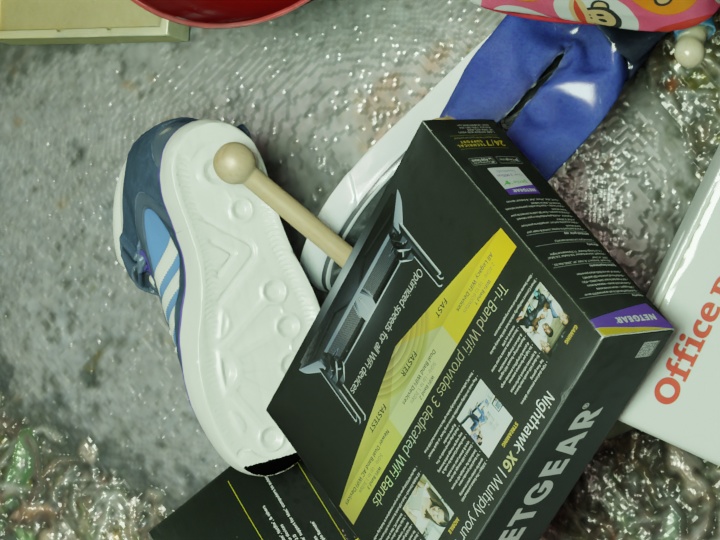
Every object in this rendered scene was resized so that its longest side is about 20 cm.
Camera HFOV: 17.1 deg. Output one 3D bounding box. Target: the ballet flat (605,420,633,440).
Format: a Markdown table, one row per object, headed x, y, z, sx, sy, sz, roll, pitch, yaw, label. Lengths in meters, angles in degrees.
| x | y | z | sx | sy | sz | roll | pitch | yaw | label |
| --- | --- | --- | --- | --- | --- | --- | --- | --- | --- |
| 0.185 | 0.023 | 1.236 | 0.064 | 0.067 | 0.200 | 37 | 102 | 15 | ballet flat |

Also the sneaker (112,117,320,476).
| x | y | z | sx | sy | sz | roll | pitch | yaw | label |
| --- | --- | --- | --- | --- | --- | --- | --- | --- | --- |
| -0.084 | 0.013 | 1.341 | 0.081 | 0.146 | 0.200 | -13 | 92 | -19 | sneaker |

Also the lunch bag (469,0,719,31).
| x | y | z | sx | sy | sz | roll | pitch | yaw | label |
| --- | --- | --- | --- | --- | --- | --- | --- | --- | --- |
| 0.124 | -0.218 | 1.226 | 0.176 | 0.082 | 0.200 | 11 | 59 | 26 | lunch bag |

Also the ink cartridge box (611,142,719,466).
| x | y | z | sx | sy | sz | roll | pitch | yaw | label |
| --- | --- | --- | --- | --- | --- | --- | --- | --- | --- |
| 0.237 | 0.040 | 1.167 | 0.200 | 0.083 | 0.147 | 26 | 99 | 0 | ink cartridge box |

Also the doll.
| x | y | z | sx | sy | sz | roll | pitch | yaw | label |
| --- | --- | --- | --- | --- | --- | --- | --- | --- | --- |
| 0.114 | -0.132 | 1.244 | 0.136 | 0.048 | 0.200 | 35 | 75 | 19 | doll |

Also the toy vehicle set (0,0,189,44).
| x | y | z | sx | sy | sz | roll | pitch | yaw | label |
| --- | --- | --- | --- | --- | --- | --- | --- | --- | --- |
| -0.157 | -0.235 | 1.420 | 0.124 | 0.027 | 0.200 | 2 | 89 | 24 | toy vehicle set |

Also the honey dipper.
| x | y | z | sx | sy | sz | roll | pitch | yaw | label |
| --- | --- | --- | --- | --- | --- | --- | --- | --- | --- |
| 0.000 | 0.000 | 1.277 | 0.200 | 0.038 | 0.038 | 40 | 106 | -15 | honey dipper |

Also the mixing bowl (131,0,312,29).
| x | y | z | sx | sy | sz | roll | pitch | yaw | label |
| --- | --- | --- | --- | --- | --- | --- | --- | --- | --- |
| -0.052 | -0.227 | 1.326 | 0.200 | 0.108 | 0.200 | -1 | 88 | 22 | mixing bowl |

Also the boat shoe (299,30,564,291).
| x | y | z | sx | sy | sz | roll | pitch | yaw | label |
| --- | --- | --- | --- | --- | --- | --- | --- | --- | --- |
| 0.052 | -0.052 | 1.300 | 0.200 | 0.072 | 0.068 | -45 | 70 | 8 | boat shoe |

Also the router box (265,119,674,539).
| x | y | z | sx | sy | sz | roll | pitch | yaw | label |
| --- | --- | --- | --- | --- | --- | --- | --- | --- | --- |
| 0.048 | 0.050 | 1.181 | 0.157 | 0.052 | 0.200 | 53 | 129 | 32 | router box |

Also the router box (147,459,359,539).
| x | y | z | sx | sy | sz | roll | pitch | yaw | label |
| --- | --- | --- | --- | --- | --- | --- | --- | --- | --- |
| -0.006 | 0.183 | 1.321 | 0.149 | 0.051 | 0.200 | -38 | 73 | 20 | router box |
